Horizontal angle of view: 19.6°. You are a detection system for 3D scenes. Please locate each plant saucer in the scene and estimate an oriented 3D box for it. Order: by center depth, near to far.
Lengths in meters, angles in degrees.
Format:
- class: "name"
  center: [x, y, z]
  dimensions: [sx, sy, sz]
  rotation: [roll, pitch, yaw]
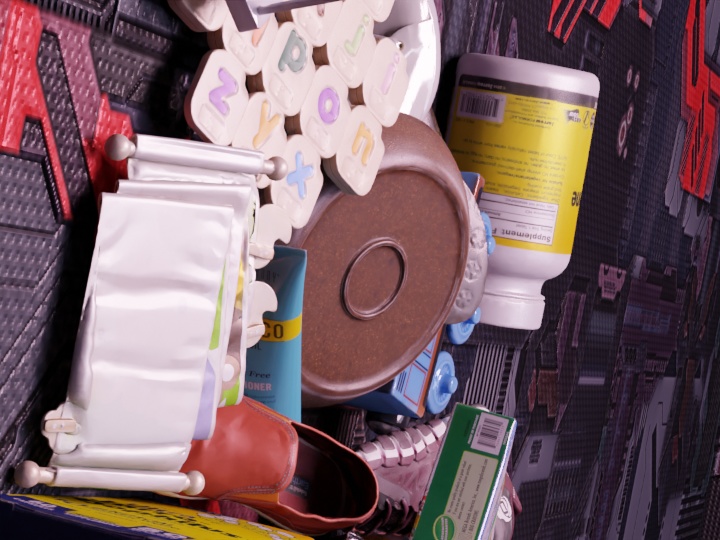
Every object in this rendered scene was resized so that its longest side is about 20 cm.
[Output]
- class: "plant saucer"
  center: [0.000, 0.000, 1.292]
  dimensions: [0.200, 0.034, 0.201]
  rotation: [-21, 124, -34]

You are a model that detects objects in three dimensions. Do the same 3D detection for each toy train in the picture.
- class: "toy train"
  center: [0.033, 0.014, 1.460]
  dimensions: [0.114, 0.086, 0.201]
  rotation: [44, 59, -61]

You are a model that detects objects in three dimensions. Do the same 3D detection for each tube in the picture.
- class: "tube"
  center: [-0.064, 0.054, 1.226]
  dimensions: [0.050, 0.077, 0.200]
  rotation: [-73, 166, -45]

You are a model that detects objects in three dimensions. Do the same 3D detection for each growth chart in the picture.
- class: "growth chart"
  center: [-0.101, 0.025, 1.091]
  dimensions: [0.144, 0.018, 0.201]
  rotation: [17, 84, -47]

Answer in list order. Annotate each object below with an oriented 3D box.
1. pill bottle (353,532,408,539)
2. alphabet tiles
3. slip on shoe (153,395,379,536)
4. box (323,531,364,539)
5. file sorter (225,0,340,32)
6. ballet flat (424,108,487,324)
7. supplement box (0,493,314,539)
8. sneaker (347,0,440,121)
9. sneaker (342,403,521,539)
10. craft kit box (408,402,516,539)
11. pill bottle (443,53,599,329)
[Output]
- class: "pill bottle"
  center: [0.001, 0.250, 1.451]
  dimensions: [0.200, 0.112, 0.112]
  rotation: [-43, 140, -60]
- class: "alphabet tiles"
  center: [-0.037, -0.133, 1.179]
  dimensions: [0.200, 0.015, 0.196]
  rotation: [46, 55, -43]
- class: "slip on shoe"
  center: [-0.065, 0.102, 1.176]
  dimensions: [0.200, 0.061, 0.074]
  rotation: [29, 62, -41]
- class: "box"
  center: [-0.061, 0.264, 1.240]
  dimensions: [0.160, 0.044, 0.201]
  rotation: [-27, -143, 57]
- class: "file sorter"
  center: [0.000, -0.243, 1.101]
  dimensions: [0.200, 0.124, 0.139]
  rotation: [-57, 132, -47]
- class: "ballet flat"
  center: [0.033, -0.060, 1.391]
  dimensions: [0.067, 0.046, 0.201]
  rotation: [-22, 98, -26]
- class: "supplement box"
  center: [-0.114, 0.181, 1.087]
  dimensions: [0.200, 0.108, 0.110]
  rotation: [21, 81, -71]
- class: "sneaker"
  center: [0.000, -0.099, 1.312]
  dimensions: [0.085, 0.073, 0.201]
  rotation: [8, 94, -74]
- class: "sneaker"
  center: [0.041, 0.170, 1.429]
  dimensions: [0.200, 0.116, 0.076]
  rotation: [-18, 165, -39]
- class: "craft kit box"
  center: [0.043, 0.215, 1.273]
  dimensions: [0.198, 0.048, 0.200]
  rotation: [90, 18, -54]
- class: "pill bottle"
  center: [0.114, -0.060, 1.602]
  dimensions: [0.112, 0.112, 0.201]
  rotation: [-4, 105, -70]
